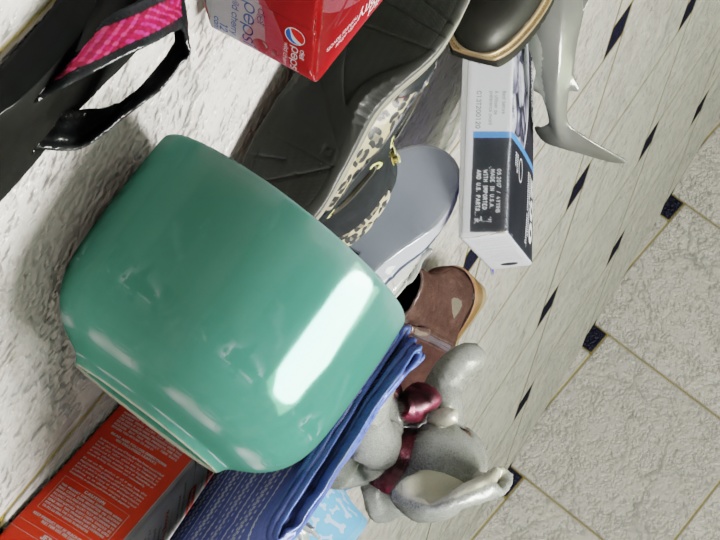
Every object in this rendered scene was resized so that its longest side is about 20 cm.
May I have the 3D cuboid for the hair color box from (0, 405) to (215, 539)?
[{"bbox_3d":[-0.133,0.136,1.016,0.200,0.061,0.102,-49,161,-43],"label":"hair color box"}]

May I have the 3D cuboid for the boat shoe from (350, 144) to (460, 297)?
[{"bbox_3d":[0.003,0.003,1.237,0.203,0.074,0.086,-55,165,-21],"label":"boat shoe"}]

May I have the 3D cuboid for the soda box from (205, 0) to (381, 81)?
[{"bbox_3d":[0.003,-0.189,0.857,0.201,0.070,0.064,-54,164,-32],"label":"soda box"}]

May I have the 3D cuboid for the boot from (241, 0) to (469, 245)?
[{"bbox_3d":[0.004,-0.102,1.042,0.205,0.073,0.154,-57,169,-3],"label":"boot"}]

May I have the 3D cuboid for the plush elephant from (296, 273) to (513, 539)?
[{"bbox_3d":[0.020,0.097,1.096,0.164,0.153,0.203,170,-72,-69],"label":"plush elephant"}]

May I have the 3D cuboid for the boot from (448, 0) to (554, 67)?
[{"bbox_3d":[0.099,-0.250,1.123,0.139,0.077,0.202,70,36,-67],"label":"boot"}]

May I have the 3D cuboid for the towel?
[{"bbox_3d":[-0.046,0.109,0.935,0.145,0.024,0.200,-55,-170,-29],"label":"towel"}]

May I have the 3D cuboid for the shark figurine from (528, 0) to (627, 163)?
[{"bbox_3d":[0.159,-0.184,1.249,0.128,0.088,0.217,-16,102,-77],"label":"shark figurine"}]

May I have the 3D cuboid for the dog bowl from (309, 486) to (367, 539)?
[{"bbox_3d":[-0.053,0.187,1.304,0.111,0.050,0.200,-32,-174,5],"label":"dog bowl"}]

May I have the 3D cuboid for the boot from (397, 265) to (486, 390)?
[{"bbox_3d":[0.035,0.083,1.582,0.202,0.072,0.166,-63,155,10],"label":"boot"}]

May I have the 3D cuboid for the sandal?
[{"bbox_3d":[-0.108,-0.081,0.709,0.201,0.045,0.075,-55,165,-27],"label":"sandal"}]

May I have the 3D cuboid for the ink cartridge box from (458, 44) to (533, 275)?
[{"bbox_3d":[0.108,-0.107,1.310,0.200,0.043,0.201,38,53,-77],"label":"ink cartridge box"}]

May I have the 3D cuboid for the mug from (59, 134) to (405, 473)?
[{"bbox_3d":[-0.069,0.031,0.850,0.115,0.151,0.185,-53,166,-12],"label":"mug"}]
